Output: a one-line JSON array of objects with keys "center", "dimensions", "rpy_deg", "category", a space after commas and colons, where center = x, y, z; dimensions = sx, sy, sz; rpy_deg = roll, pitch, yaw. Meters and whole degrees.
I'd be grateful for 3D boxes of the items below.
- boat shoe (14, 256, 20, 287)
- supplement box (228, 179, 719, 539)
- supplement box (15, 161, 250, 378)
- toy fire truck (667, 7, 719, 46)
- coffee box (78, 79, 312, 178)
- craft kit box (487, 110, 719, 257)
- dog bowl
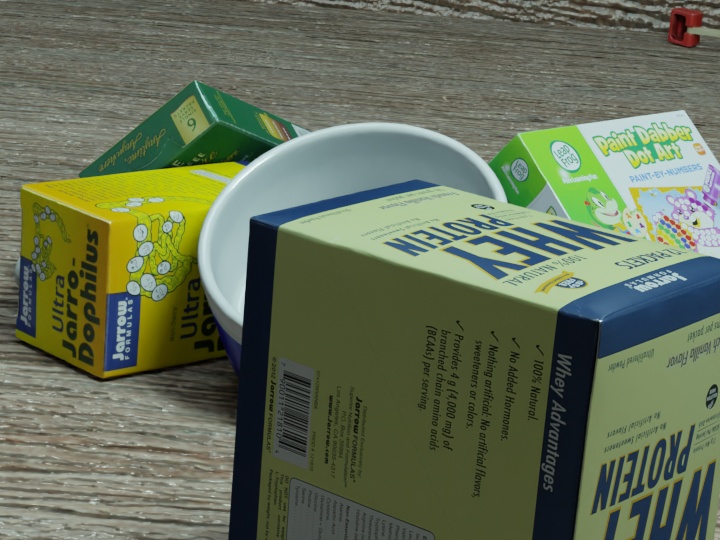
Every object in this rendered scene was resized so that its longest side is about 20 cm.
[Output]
[{"center": [-0.213, -0.027, 1.568], "dimensions": [0.069, 0.071, 0.200], "rpy_deg": [2, 14, 6], "category": "boat shoe"}, {"center": [0.057, 0.080, 0.997], "dimensions": [0.199, 0.201, 0.134], "rpy_deg": [17, 20, 36], "category": "supplement box"}, {"center": [-0.125, -0.005, 1.437], "dimensions": [0.199, 0.110, 0.109], "rpy_deg": [-10, 20, -41], "category": "supplement box"}, {"center": [0.560, -0.342, 3.000], "dimensions": [0.199, 0.049, 0.141], "rpy_deg": [16, 19, 35], "category": "toy fire truck"}, {"center": [-0.107, -0.073, 1.573], "dimensions": [0.200, 0.123, 0.044], "rpy_deg": [16, 41, -59], "category": "coffee box"}, {"center": [0.210, -0.016, 1.472], "dimensions": [0.199, 0.049, 0.198], "rpy_deg": [-12, 62, -45], "category": "craft kit box"}, {"center": [0.000, 0.000, 1.335], "dimensions": [0.199, 0.079, 0.201], "rpy_deg": [-6, 46, 6], "category": "dog bowl"}]
